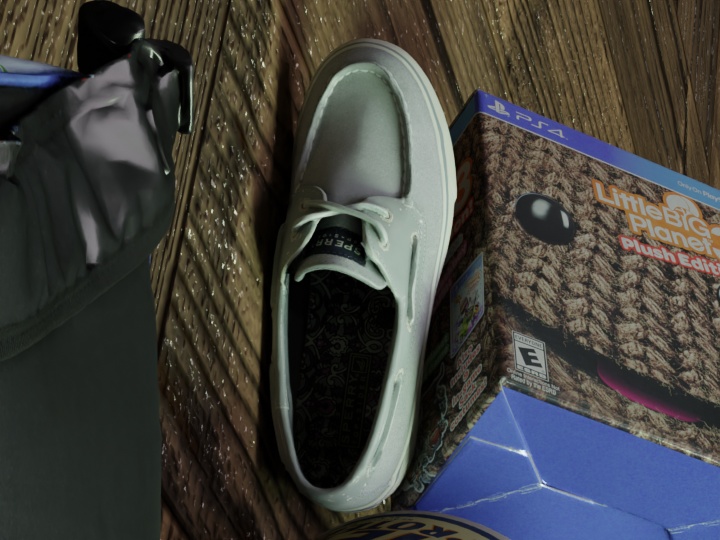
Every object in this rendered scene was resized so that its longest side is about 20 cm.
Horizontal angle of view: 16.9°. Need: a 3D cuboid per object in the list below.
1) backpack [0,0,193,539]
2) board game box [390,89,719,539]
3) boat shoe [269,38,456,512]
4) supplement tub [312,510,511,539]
[{"bbox_3d":[-0.110,0.039,0.466,0.191,0.154,0.200,31,53,-81],"label":"backpack"},{"bbox_3d":[0.102,0.038,1.104,0.097,0.159,0.200,-56,-157,35],"label":"board game box"},{"bbox_3d":[-0.001,0.000,1.007,0.072,0.070,0.201,23,70,-79],"label":"boat shoe"},{"bbox_3d":[0.000,0.169,0.858,0.200,0.145,0.145,-12,100,-75],"label":"supplement tub"}]
